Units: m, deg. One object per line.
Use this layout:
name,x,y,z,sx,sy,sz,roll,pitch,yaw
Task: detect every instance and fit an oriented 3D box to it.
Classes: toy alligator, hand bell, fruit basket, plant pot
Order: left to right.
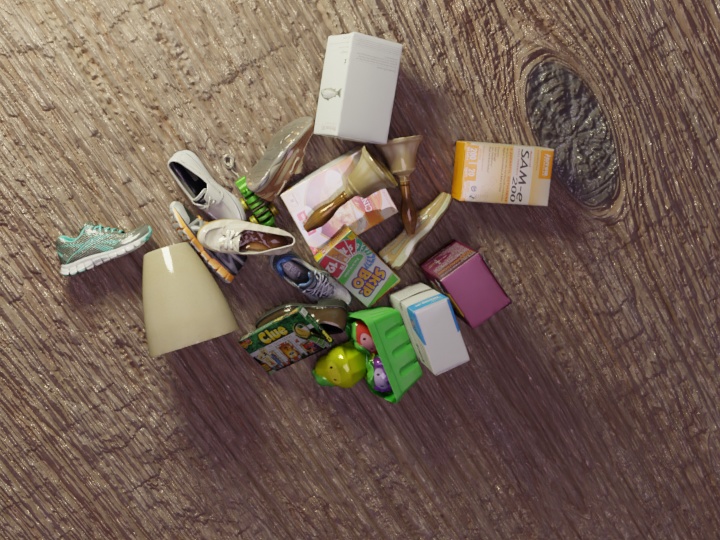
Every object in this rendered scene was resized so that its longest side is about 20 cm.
plant pot,-0.361,0.052,1.661,0.187,0.187,0.201,-17,90,-6
toy alligator,-0.224,-0.151,1.697,0.059,0.054,0.200,-33,104,-3
hand bell,-0.033,-0.143,1.644,0.200,0.104,0.104,-40,104,12
fruit basket,0.003,0.191,1.762,0.215,0.155,0.216,-1,93,-25
hand bell,0.093,-0.173,1.713,0.104,0.104,0.201,-9,96,-8

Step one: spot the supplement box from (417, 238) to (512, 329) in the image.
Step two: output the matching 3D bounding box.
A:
supplement box,0.215,0.025,1.731,0.103,0.200,0.131,-35,103,-2

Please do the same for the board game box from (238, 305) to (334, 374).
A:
board game box,-0.156,0.147,1.715,0.200,0.023,0.105,-28,109,38

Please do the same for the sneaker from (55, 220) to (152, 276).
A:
sneaker,-0.520,-0.061,1.656,0.199,0.078,0.091,-22,99,-7

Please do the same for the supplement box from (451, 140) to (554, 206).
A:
supplement box,0.303,-0.208,1.768,0.199,0.074,0.127,2,101,-10

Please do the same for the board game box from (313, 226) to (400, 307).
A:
board game box,0.000,0.000,1.739,0.096,0.030,0.200,-42,129,7

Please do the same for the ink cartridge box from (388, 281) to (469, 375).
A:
ink cartridge box,0.141,0.116,1.735,0.084,0.200,0.146,-23,103,-7

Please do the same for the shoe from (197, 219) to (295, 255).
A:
shoe,-0.226,-0.066,1.658,0.199,0.053,0.070,3,94,-20

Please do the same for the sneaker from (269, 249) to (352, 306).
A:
sneaker,-0.103,0.027,1.735,0.200,0.085,0.077,30,94,-14

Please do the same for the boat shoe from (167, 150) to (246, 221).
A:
boat shoe,-0.312,-0.154,1.665,0.072,0.066,0.200,-30,105,24

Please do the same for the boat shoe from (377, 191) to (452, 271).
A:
boat shoe,0.113,-0.096,1.763,0.076,0.072,0.200,39,91,1

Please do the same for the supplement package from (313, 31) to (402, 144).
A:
supplement package,-0.006,-0.361,1.650,0.117,0.117,0.201,5,97,-29

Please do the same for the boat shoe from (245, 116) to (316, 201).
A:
boat shoe,-0.153,-0.228,1.689,0.200,0.076,0.072,-53,131,-10

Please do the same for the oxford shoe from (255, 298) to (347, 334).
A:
oxford shoe,-0.126,0.115,1.731,0.199,0.085,0.073,-9,146,9

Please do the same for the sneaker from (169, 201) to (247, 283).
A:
sneaker,-0.314,-0.068,1.694,0.077,0.078,0.200,-44,108,-13

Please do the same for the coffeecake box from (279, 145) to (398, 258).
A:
coffeecake box,-0.048,-0.143,1.720,0.200,0.073,0.154,-30,105,-3
